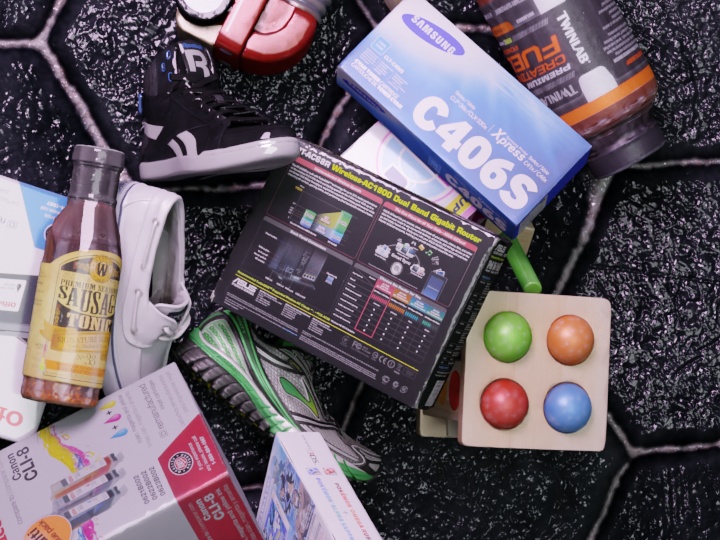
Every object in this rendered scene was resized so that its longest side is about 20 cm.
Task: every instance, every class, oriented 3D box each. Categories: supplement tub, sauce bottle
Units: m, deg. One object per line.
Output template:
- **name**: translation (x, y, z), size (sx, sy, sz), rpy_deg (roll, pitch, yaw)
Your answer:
- **supplement tub**: translation (0.187, -0.182, 1.642), size (0.107, 0.107, 0.200), rpy_deg (-31, 96, -13)
- **sauce bottle**: translation (-0.218, 0.004, 1.473), size (0.066, 0.066, 0.201), rpy_deg (8, 89, -14)

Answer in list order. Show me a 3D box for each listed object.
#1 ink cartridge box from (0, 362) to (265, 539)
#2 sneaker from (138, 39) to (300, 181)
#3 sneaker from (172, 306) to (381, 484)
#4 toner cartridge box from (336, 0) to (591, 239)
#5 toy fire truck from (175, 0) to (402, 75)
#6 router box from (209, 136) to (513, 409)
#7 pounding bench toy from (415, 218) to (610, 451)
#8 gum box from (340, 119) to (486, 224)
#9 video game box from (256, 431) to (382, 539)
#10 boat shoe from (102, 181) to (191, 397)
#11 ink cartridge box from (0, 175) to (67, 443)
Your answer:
- **ink cartridge box**: translation (-0.189, 0.202, 1.481), size (0.200, 0.145, 0.145), rpy_deg (-28, 132, -5)
- **sneaker**: translation (-0.122, -0.131, 1.517), size (0.073, 0.200, 0.112), rpy_deg (-5, 91, -37)
- **sneaker**: translation (-0.056, 0.105, 1.589), size (0.200, 0.078, 0.085), rpy_deg (42, 78, -10)
- **toner cartridge box**: translation (0.084, -0.128, 1.565), size (0.200, 0.043, 0.095), rpy_deg (42, 77, 10)
- **toy fire truck**: translation (-0.037, -0.233, 1.593), size (0.200, 0.129, 0.176), rpy_deg (26, 83, -2)
- **router box**: translation (0.000, 0.000, 1.519), size (0.200, 0.062, 0.150), rpy_deg (28, 95, 17)
- **pounding bench toy**: translation (0.130, 0.045, 1.597), size (0.124, 0.156, 0.201), rpy_deg (3, 88, -14)
- **gum box**: translation (0.047, -0.071, 1.608), size (0.200, 0.066, 0.114), rpy_deg (-43, 78, -11)
- **video game box**: translation (-0.041, 0.259, 1.499), size (0.047, 0.182, 0.201), rpy_deg (1, 118, -25)
- **boat shoe**: translation (-0.170, 0.029, 1.535), size (0.065, 0.074, 0.201), rpy_deg (10, 115, 25)
- **ink cartridge box**: translation (-0.304, 0.026, 1.525), size (0.144, 0.084, 0.201), rpy_deg (18, 84, -14)
